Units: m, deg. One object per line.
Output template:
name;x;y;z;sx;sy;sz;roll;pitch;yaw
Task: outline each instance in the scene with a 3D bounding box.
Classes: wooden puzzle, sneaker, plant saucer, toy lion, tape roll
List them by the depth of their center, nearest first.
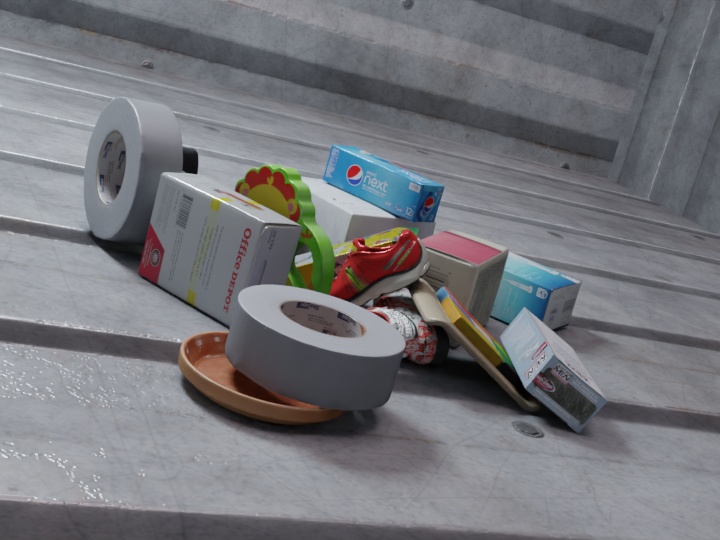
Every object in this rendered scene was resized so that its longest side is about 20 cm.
plant saucer;-0.108;0.122;1.291;0.197;0.033;0.201;16;15;-4
tape roll;-0.051;0.084;1.304;0.197;0.067;0.201;16;15;-4
wooden puzzle;0.155;0.092;1.562;0.199;0.037;0.185;40;9;-16
toy lion;-0.108;-0.039;1.566;0.198;0.195;0.068;28;18;37
sneaker;0.035;0.064;1.601;0.106;0.068;0.201;13;17;-29
sneaker;0.000;0.000;1.608;0.197;0.086;0.077;-24;6;16
tape roll;-0.326;-0.141;1.650;0.065;0.204;0.200;7;17;-34

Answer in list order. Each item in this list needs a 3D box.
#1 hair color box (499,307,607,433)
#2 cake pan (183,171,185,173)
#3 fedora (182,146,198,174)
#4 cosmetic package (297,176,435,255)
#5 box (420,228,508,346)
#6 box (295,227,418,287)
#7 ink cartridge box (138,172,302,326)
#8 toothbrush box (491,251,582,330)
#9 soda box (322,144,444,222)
hair color box;0.255;0.130;1.558;0.099;0.061;0.200;39;10;-12
cake pan;-0.224;-0.071;1.715;0.200;0.037;0.200;45;8;-8
fedora;-0.326;-0.174;1.938;0.198;0.093;0.201;23;-2;1
cosmetic package;-0.019;-0.066;1.921;0.197;0.125;0.199;3;18;-45
box;0.139;0.021;1.760;0.107;0.130;0.200;20;13;16
box;-0.009;-0.016;1.699;0.197;0.049;0.117;-17;9;12
ink cartridge box;-0.187;-0.027;1.531;0.198;0.148;0.083;27;16;34
toothbrush box;0.252;0.027;1.957;0.198;0.087;0.146;25;17;26
soda box;0.036;-0.143;1.893;0.198;0.065;0.067;28;18;33
